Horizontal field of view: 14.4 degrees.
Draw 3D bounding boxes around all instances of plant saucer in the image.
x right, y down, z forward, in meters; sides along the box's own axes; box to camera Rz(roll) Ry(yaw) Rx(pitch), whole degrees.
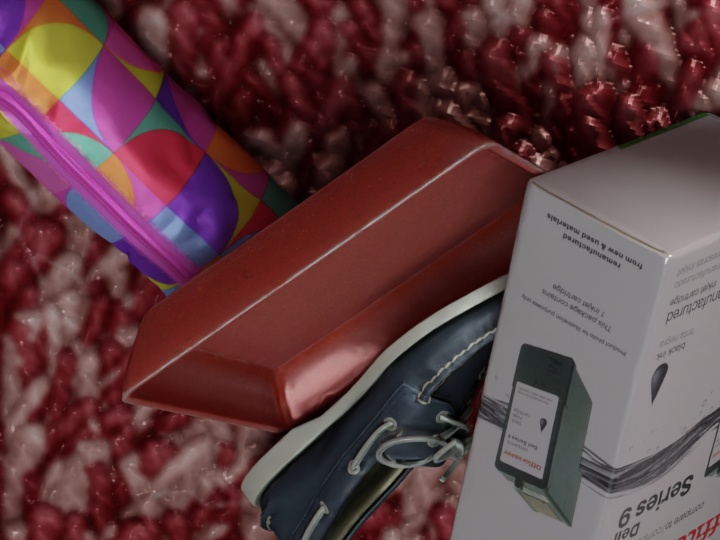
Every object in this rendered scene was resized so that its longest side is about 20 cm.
[{"bbox_3d":[0.000,0.000,1.303,0.199,0.200,0.037,-35,73,13],"label":"plant saucer"}]

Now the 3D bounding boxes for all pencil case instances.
[{"bbox_3d":[-0.115,-0.058,1.321,0.200,0.089,0.088,42,112,-18],"label":"pencil case"}]

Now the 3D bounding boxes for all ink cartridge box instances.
[{"bbox_3d":[0.130,0.045,1.322,0.084,0.146,0.201,29,123,31],"label":"ink cartridge box"}]

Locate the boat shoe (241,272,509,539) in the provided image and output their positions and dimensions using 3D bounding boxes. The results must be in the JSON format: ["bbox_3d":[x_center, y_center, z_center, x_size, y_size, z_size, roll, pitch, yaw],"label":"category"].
[{"bbox_3d":[0.021,0.074,1.373,0.200,0.075,0.062,-42,73,27],"label":"boat shoe"}]
